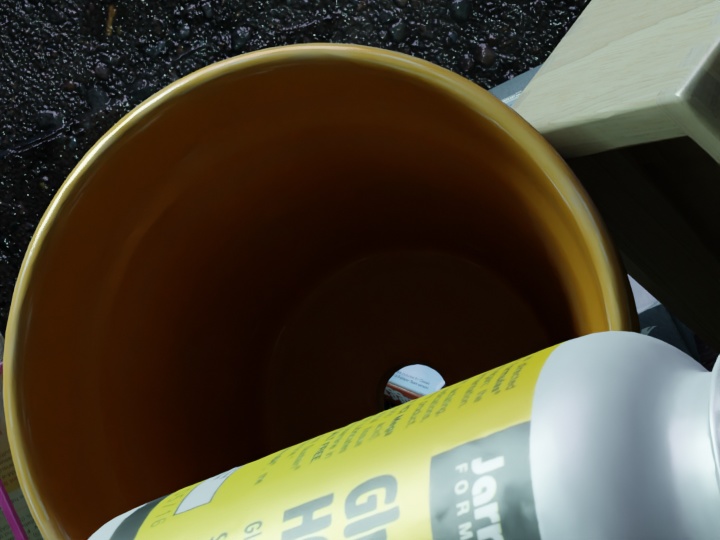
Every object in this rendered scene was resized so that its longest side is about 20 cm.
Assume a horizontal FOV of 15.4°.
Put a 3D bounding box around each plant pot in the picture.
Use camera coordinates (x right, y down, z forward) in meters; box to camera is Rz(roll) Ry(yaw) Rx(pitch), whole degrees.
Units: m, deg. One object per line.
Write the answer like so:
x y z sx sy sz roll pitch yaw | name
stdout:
0.002 0.039 0.899 0.199 0.201 0.183 -24 -10 8 | plant pot

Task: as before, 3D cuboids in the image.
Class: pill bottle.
0.035 0.081 0.617 0.199 0.113 0.112 -23 5 26 | pill bottle

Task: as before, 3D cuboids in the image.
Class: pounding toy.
0.174 -0.037 0.872 0.143 0.200 0.184 -52 13 -13 | pounding toy

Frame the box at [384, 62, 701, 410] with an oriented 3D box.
0.058 0.000 1.199 0.157 0.051 0.201 -26 37 12 | box

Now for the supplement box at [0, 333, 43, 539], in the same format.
-0.208 0.088 1.229 0.125 0.201 0.074 -24 37 -3 | supplement box

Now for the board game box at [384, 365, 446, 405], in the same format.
0.000 0.000 1.183 0.199 0.019 0.103 20 63 47 | board game box

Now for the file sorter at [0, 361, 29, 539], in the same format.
-0.208 0.136 1.099 0.199 0.140 0.125 -23 4 20 | file sorter
